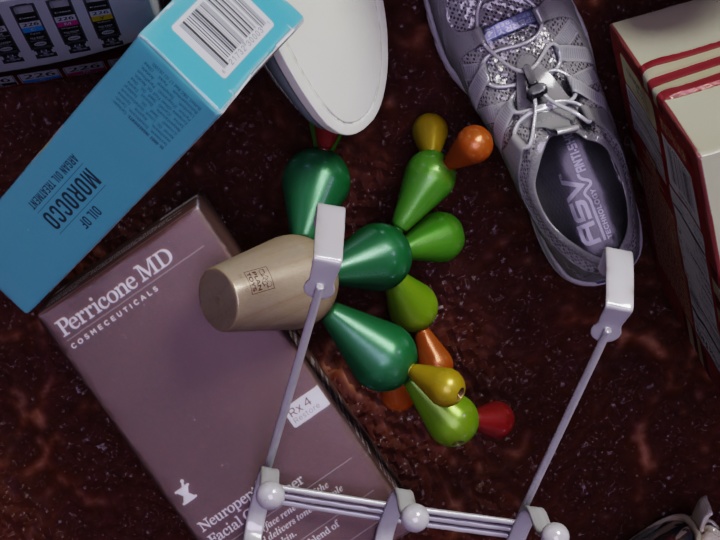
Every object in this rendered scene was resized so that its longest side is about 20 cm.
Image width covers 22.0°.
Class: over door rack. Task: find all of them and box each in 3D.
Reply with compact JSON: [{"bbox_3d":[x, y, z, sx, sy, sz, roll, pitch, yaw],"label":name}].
[{"bbox_3d":[0.030,0.075,0.851,0.147,0.067,0.201,9,125,-8],"label":"over door rack"}]

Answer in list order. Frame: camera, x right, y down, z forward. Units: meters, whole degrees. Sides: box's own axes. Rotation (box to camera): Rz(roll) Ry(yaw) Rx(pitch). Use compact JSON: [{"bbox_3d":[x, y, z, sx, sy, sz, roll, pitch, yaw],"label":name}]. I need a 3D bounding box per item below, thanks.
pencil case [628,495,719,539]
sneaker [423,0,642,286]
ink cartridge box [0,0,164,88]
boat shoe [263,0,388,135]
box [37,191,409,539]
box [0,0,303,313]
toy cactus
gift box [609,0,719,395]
[{"bbox_3d":[0.215,0.217,0.981,0.200,0.078,0.089,44,113,-8],"label":"pencil case"},{"bbox_3d":[0.096,-0.085,0.927,0.074,0.082,0.201,-28,96,0],"label":"sneaker"},{"bbox_3d":[-0.197,-0.141,0.847,0.199,0.176,0.084,-10,80,-2],"label":"ink cartridge box"},{"bbox_3d":[-0.050,-0.154,0.869,0.073,0.062,0.201,-42,115,-34],"label":"boat shoe"},{"bbox_3d":[-0.066,0.071,0.946,0.100,0.075,0.200,-35,97,1],"label":"box"},{"bbox_3d":[-0.111,-0.061,0.863,0.049,0.082,0.200,43,136,-8],"label":"box"},{"bbox_3d":[0.000,0.000,0.908,0.165,0.102,0.201,-15,90,-41],"label":"toy cactus"},{"bbox_3d":[0.235,-0.054,0.868,0.186,0.185,0.201,-15,125,0],"label":"gift box"}]
